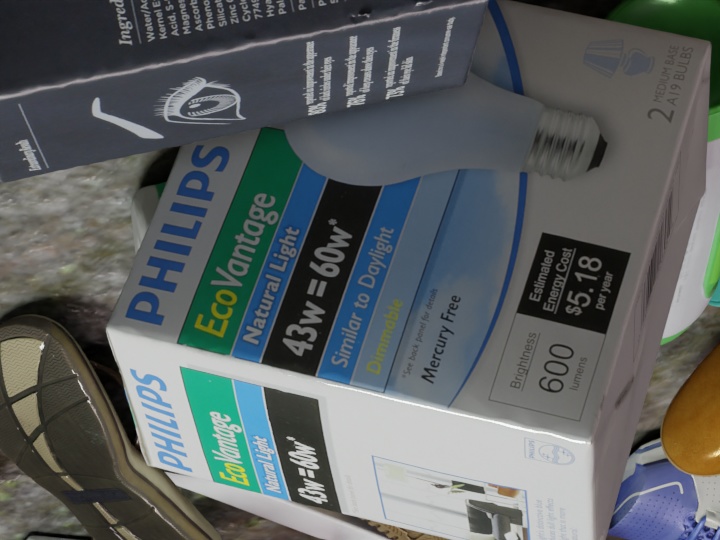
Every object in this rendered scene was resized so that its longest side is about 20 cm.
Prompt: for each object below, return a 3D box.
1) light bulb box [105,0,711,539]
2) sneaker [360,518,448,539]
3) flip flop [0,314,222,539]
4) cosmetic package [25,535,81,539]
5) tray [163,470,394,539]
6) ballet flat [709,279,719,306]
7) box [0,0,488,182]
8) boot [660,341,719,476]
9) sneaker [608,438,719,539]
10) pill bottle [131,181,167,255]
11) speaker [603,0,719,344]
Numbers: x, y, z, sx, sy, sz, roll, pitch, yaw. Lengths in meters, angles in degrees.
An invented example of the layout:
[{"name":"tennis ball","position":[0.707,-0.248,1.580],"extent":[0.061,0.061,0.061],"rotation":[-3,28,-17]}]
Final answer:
[{"name":"light bulb box","position":[0.025,-0.005,1.159],"extent":[0.200,0.198,0.125],"rotation":[12,151,12]},{"name":"sneaker","position":[0.037,0.083,1.508],"extent":[0.200,0.113,0.071],"rotation":[40,141,-17]},{"name":"flip flop","position":[-0.128,0.086,1.434],"extent":[0.081,0.058,0.200],"rotation":[-3,139,35]},{"name":"cosmetic package","position":[-0.125,0.215,1.641],"extent":[0.200,0.074,0.102],"rotation":[10,141,-33]},{"name":"tray","position":[-0.038,0.125,1.544],"extent":[0.107,0.022,0.200],"rotation":[6,167,41]},{"name":"ballet flat","position":[0.211,-0.046,1.362],"extent":[0.072,0.072,0.200],"rotation":[-7,150,-12]},{"name":"box","position":[-0.060,-0.113,1.057],"extent":[0.200,0.104,0.148],"rotation":[-11,172,-4]},{"name":"boot","position":[0.222,0.037,1.464],"extent":[0.201,0.071,0.144],"rotation":[-37,163,15]},{"name":"sneaker","position":[0.241,0.162,1.663],"extent":[0.199,0.115,0.081],"rotation":[6,143,-30]},{"name":"pill bottle","position":[0.000,0.000,1.302],"extent":[0.200,0.113,0.113],"rotation":[-10,149,-7]},{"name":"speaker","position":[0.137,-0.044,1.313],"extent":[0.088,0.089,0.200],"rotation":[-10,149,-8]}]
